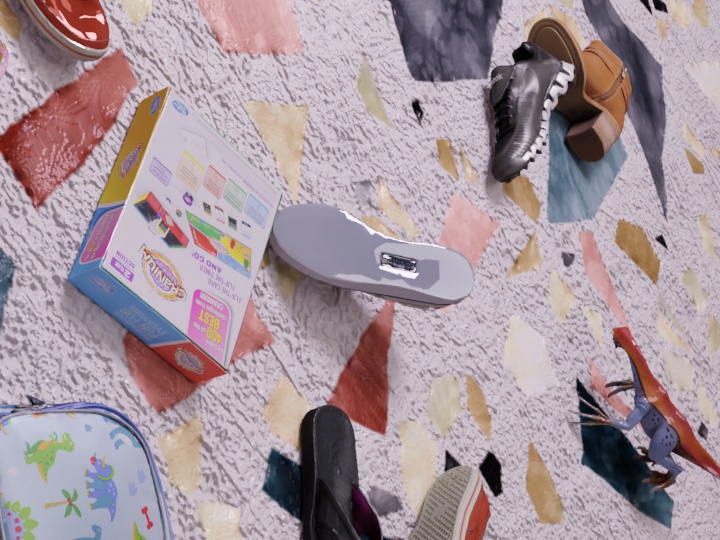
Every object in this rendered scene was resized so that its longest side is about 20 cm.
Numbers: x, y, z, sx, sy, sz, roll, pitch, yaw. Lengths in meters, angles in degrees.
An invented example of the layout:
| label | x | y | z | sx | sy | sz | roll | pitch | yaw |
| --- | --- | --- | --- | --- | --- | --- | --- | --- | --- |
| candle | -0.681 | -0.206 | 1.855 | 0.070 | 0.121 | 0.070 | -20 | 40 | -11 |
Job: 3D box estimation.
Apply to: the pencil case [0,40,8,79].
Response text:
| label | x | y | z | sx | sy | sz | roll | pitch | yaw |
| --- | --- | --- | --- | --- | --- | --- | --- | --- | --- |
| pencil case | -0.344 | -0.180 | 1.095 | 0.200 | 0.086 | 0.083 | 39 | 16 | -36 |

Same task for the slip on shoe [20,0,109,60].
| label | x | y | z | sx | sy | sz | roll | pitch | yaw |
| --- | --- | --- | --- | --- | --- | --- | --- | --- | --- |
| slip on shoe | -0.247 | -0.267 | 1.261 | 0.074 | 0.061 | 0.201 | -19 | 91 | -55 |

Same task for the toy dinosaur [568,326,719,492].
| label | x | y | z | sx | sy | sz | roll | pitch | yaw |
| --- | --- | --- | --- | --- | --- | --- | --- | --- | --- |
| toy dinosaur | 0.337 | 0.149 | 1.771 | 0.105 | 0.198 | 0.183 | -76 | 166 | -57 |

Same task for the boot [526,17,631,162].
| label | x | y | z | sx | sy | sz | roll | pitch | yaw |
| --- | --- | --- | --- | --- | --- | --- | --- | --- | --- |
| boot | 0.273 | -0.250 | 1.926 | 0.155 | 0.073 | 0.201 | -57 | 131 | -46 |

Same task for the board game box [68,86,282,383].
| label | x | y | z | sx | sy | sz | roll | pitch | yaw |
| --- | --- | --- | --- | --- | --- | --- | --- | --- | --- |
| board game box | -0.149 | -0.031 | 1.309 | 0.153 | 0.040 | 0.201 | 44 | 44 | -32 |

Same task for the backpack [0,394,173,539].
| label | x | y | z | sx | sy | sz | roll | pitch | yaw |
| --- | --- | --- | --- | --- | --- | --- | --- | --- | --- |
| backpack | -0.214 | 0.175 | 1.047 | 0.199 | 0.146 | 0.184 | -3 | 79 | -55 |

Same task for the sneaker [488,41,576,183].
| label | x | y | z | sx | sy | sz | roll | pitch | yaw |
| --- | --- | --- | --- | --- | --- | --- | --- | --- | --- |
| sneaker | 0.176 | -0.186 | 1.780 | 0.090 | 0.066 | 0.201 | 37 | 54 | -13 |

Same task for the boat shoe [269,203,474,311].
| label | x | y | z | sx | sy | sz | roll | pitch | yaw |
| --- | --- | --- | --- | --- | --- | --- | --- | --- | --- |
| boat shoe | 0.001 | -0.004 | 1.467 | 0.201 | 0.086 | 0.075 | 13 | 66 | -16 |

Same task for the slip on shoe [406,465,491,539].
| label | x | y | z | sx | sy | sz | roll | pitch | yaw |
| --- | --- | --- | --- | --- | --- | --- | --- | --- | --- |
| slip on shoe | 0.077 | 0.264 | 1.445 | 0.061 | 0.074 | 0.200 | 59 | 33 | -19 |

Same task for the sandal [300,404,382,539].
| label | x | y | z | sx | sy | sz | roll | pitch | yaw |
| --- | --- | --- | --- | --- | --- | --- | --- | --- | --- |
| sandal | -0.014 | 0.214 | 1.365 | 0.075 | 0.048 | 0.202 | 12 | 65 | -49 |
